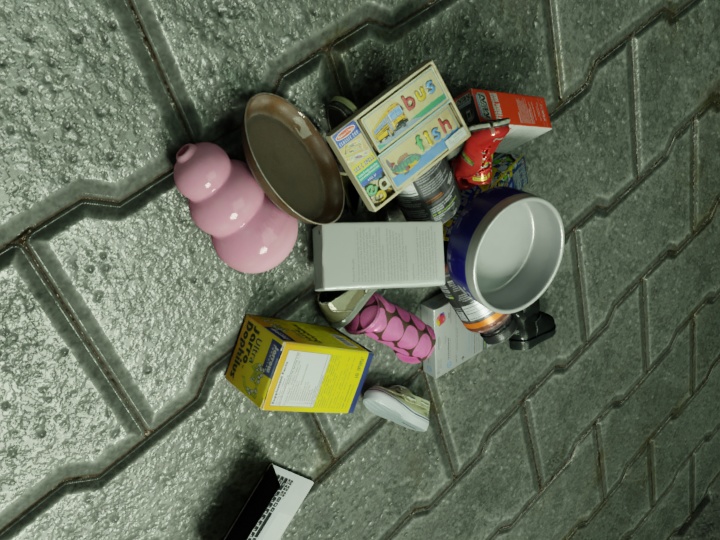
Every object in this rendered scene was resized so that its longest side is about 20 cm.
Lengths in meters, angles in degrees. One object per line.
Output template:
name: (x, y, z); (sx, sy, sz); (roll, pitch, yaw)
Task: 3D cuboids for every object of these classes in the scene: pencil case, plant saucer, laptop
pencil case: (0.048, 0.101, 1.335); (0.199, 0.093, 0.092); (34, 41, -45)
plant saucer: (-0.096, -0.148, 1.046); (0.032, 0.203, 0.199); (-27, 145, 28)
laptop: (-0.155, 0.438, 1.277); (0.200, 0.115, 0.189); (39, 82, -45)

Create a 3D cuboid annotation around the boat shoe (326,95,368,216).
boat shoe: (-0.012, -0.167, 1.161); (0.065, 0.073, 0.202); (-44, 133, -25)

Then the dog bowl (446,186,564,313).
dog bowl: (0.244, -0.036, 1.279); (0.197, 0.079, 0.203); (-13, 116, -28)

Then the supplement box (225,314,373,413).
supplement box: (-0.094, 0.150, 1.206); (0.198, 0.109, 0.110); (14, 99, -46)

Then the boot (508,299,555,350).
boot: (0.361, 0.068, 1.620); (0.197, 0.072, 0.165); (-18, 107, -55)

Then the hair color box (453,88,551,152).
hair color box: (0.223, -0.254, 1.306); (0.198, 0.110, 0.065); (-7, 79, -42)

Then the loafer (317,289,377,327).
loafer: (0.000, 0.000, 1.248); (0.201, 0.075, 0.070); (-55, 140, -8)

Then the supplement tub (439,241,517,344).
supplement tub: (0.212, 0.039, 1.401); (0.107, 0.107, 0.201); (-42, 111, -20)

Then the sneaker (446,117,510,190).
sneaker: (0.196, -0.183, 1.225); (0.076, 0.200, 0.086); (-11, 80, -10)

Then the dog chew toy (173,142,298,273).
dog chew toy: (-0.172, -0.089, 1.021); (0.125, 0.124, 0.200); (-49, 127, -13)

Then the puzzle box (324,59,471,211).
puzzle box: (0.059, -0.199, 1.123); (0.199, 0.025, 0.134); (-39, 112, -13)

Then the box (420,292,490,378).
box: (0.205, 0.103, 1.512); (0.198, 0.041, 0.158); (-26, 124, -34)

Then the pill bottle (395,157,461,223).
pill bottle: (0.085, -0.171, 1.226); (0.106, 0.106, 0.201); (-46, 133, -16)

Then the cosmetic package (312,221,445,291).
cosmetic package: (0.028, -0.022, 1.193); (0.196, 0.071, 0.103); (-1, 87, -16)

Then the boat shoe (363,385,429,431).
boat shoe: (0.070, 0.251, 1.447); (0.200, 0.071, 0.063); (39, 57, -49)

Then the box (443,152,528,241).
box: (0.217, -0.130, 1.350); (0.200, 0.069, 0.065); (-44, 129, -33)
